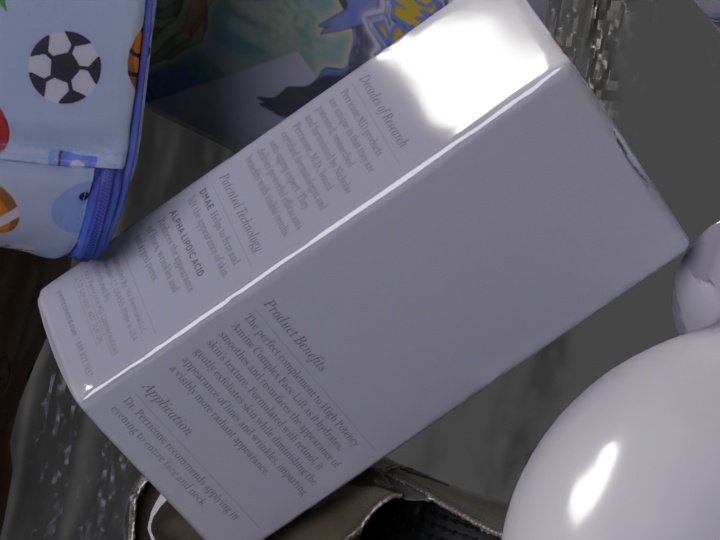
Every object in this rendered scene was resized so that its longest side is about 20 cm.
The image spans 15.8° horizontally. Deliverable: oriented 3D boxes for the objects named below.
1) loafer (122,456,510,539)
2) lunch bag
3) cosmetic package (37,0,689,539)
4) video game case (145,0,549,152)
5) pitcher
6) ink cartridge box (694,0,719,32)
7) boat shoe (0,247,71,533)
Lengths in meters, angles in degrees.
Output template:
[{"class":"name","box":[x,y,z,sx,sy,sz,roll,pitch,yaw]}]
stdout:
[{"class":"loafer","box":[-0.001,0.096,0.928,0.200,0.070,0.075,7,79,23]},{"class":"lunch bag","box":[-0.113,-0.109,0.907,0.075,0.160,0.200,8,98,-13]},{"class":"cosmetic package","box":[0.000,0.000,0.893,0.200,0.102,0.074,-35,39,3]},{"class":"video game case","box":[-0.012,-0.119,0.946,0.182,0.022,0.200,27,130,26]},{"class":"pitcher","box":[0.144,0.078,0.817,0.171,0.200,0.121,21,126,17]},{"class":"ink cartridge box","box":[0.196,-0.137,0.836,0.147,0.200,0.145,8,80,23]},{"class":"boat shoe","box":[-0.165,0.033,1.010,0.070,0.070,0.200,12,82,23]}]
